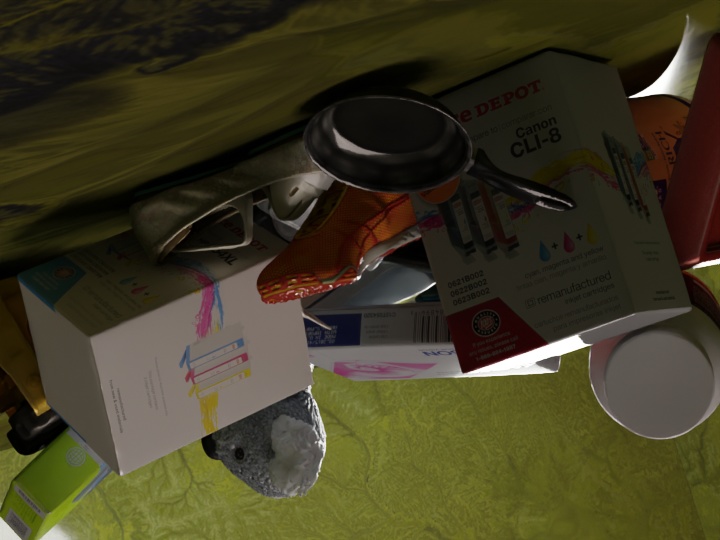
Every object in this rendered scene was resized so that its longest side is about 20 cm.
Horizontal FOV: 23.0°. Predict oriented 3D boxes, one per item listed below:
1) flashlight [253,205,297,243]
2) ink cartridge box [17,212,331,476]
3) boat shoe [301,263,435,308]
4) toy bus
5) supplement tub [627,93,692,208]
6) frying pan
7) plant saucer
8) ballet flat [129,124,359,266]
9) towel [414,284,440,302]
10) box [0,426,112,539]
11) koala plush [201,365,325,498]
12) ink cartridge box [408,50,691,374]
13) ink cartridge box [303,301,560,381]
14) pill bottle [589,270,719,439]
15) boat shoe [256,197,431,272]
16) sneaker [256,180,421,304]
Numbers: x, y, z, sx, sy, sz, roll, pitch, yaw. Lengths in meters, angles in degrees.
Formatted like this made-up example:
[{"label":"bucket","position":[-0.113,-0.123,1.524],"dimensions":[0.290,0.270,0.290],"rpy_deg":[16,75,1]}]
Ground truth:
[{"label":"flashlight","position":[-0.092,-0.016,1.501],"dimensions":[0.067,0.068,0.200],"rpy_deg":[7,161,-23]},{"label":"ink cartridge box","position":[-0.136,0.040,1.351],"dimensions":[0.199,0.126,0.128],"rpy_deg":[-25,-146,-26]},{"label":"boat shoe","position":[0.000,0.000,1.531],"dimensions":[0.200,0.070,0.071],"rpy_deg":[-34,153,32]},{"label":"toy bus","position":[-0.237,0.050,1.496],"dimensions":[0.191,0.136,0.200],"rpy_deg":[-29,174,-15]},{"label":"supplement tub","position":[0.208,-0.071,1.499],"dimensions":[0.199,0.146,0.145],"rpy_deg":[-12,172,-44]},{"label":"frying pan","position":[0.056,-0.087,1.190],"dimensions":[0.188,0.031,0.115],"rpy_deg":[3,150,3]},{"label":"plant saucer","position":[0.318,-0.092,1.459],"dimensions":[0.037,0.201,0.199],"rpy_deg":[23,-162,31]},{"label":"ballet flat","position":[-0.073,-0.054,1.272],"dimensions":[0.199,0.063,0.067],"rpy_deg":[-20,172,21]},{"label":"towel","position":[0.146,0.012,1.537],"dimensions":[0.146,0.022,0.200],"rpy_deg":[0,-171,20]},{"label":"box","position":[-0.217,0.140,1.506],"dimensions":[0.200,0.048,0.122],"rpy_deg":[-44,176,-27]},{"label":"koala plush","position":[-0.091,0.122,1.680],"dimensions":[0.183,0.201,0.177],"rpy_deg":[-16,172,-16]},{"label":"ink cartridge box","position":[0.134,-0.042,1.316],"dimensions":[0.145,0.201,0.144],"rpy_deg":[-21,170,26]},{"label":"ink cartridge box","position":[0.061,0.066,1.496],"dimensions":[0.195,0.044,0.200],"rpy_deg":[-4,164,28]},{"label":"pill bottle","position":[0.244,0.068,1.445],"dimensions":[0.112,0.114,0.200],"rpy_deg":[-18,-172,12]},{"label":"boat shoe","position":[0.009,-0.036,1.393],"dimensions":[0.199,0.072,0.070],"rpy_deg":[10,148,-27]},{"label":"sneaker","position":[-0.018,-0.031,1.296],"dimensions":[0.073,0.078,0.200],"rpy_deg":[-16,-167,38]}]
